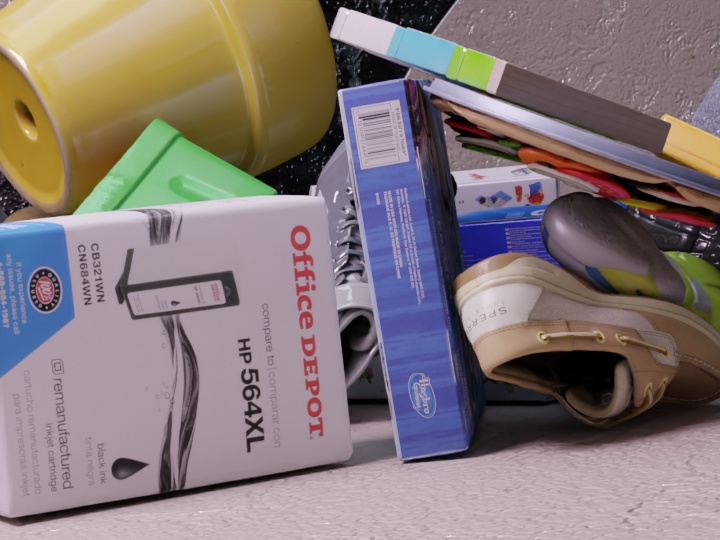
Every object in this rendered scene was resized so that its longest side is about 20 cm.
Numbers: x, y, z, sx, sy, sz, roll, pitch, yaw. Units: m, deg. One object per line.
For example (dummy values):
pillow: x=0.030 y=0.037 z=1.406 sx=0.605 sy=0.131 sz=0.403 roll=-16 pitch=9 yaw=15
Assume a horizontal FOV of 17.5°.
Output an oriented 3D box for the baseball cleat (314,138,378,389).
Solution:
baseball cleat: x=0.000 y=0.000 z=1.437 sx=0.069 sy=0.201 sz=0.106 roll=22 pitch=-11 yaw=-21

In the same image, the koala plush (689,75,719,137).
koala plush: x=0.294 y=-0.058 z=1.679 sx=0.182 sy=0.202 sz=0.177 roll=-4 pitch=4 yaw=19

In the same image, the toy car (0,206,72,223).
toy car: x=-0.190 y=-0.016 z=1.592 sx=0.199 sy=0.159 sz=0.164 roll=27 pitch=7 yaw=-3

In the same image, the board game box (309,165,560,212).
board game box: x=0.063 y=-0.013 z=1.873 sx=0.198 sy=0.127 sz=0.035 roll=-5 pitch=21 yaw=1

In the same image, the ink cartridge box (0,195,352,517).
ink cartridge box: x=-0.113 y=0.041 z=1.233 sx=0.199 sy=0.147 sz=0.084 roll=-8 pitch=4 yaw=-28

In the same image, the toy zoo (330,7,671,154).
toy zoo: x=0.071 y=-0.114 z=1.363 sx=0.131 sy=0.021 sz=0.200 roll=16 pitch=6 yaw=-36

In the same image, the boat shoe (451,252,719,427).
boat shoe: x=0.130 y=0.051 z=1.284 sx=0.199 sy=0.067 sz=0.074 roll=17 pitch=-37 yaw=-35

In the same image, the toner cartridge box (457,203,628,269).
toner cartridge box: x=0.116 y=0.001 z=1.809 sx=0.199 sy=0.096 sz=0.043 roll=-4 pitch=15 yaw=16

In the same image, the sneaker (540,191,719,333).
sneaker: x=0.146 y=0.027 z=1.365 sx=0.105 sy=0.076 sz=0.200 roll=-43 pitch=-41 yaw=18

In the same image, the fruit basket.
fruit basket: x=-0.169 y=0.015 z=1.411 sx=0.214 sy=0.156 sz=0.216 roll=1 pitch=35 yaw=-1

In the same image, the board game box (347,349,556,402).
board game box: x=0.072 y=0.045 z=1.523 sx=0.199 sy=0.065 sz=0.147 roll=-3 pitch=5 yaw=37

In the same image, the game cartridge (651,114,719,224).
game cartridge: x=0.279 y=-0.023 z=1.465 sx=0.176 sy=0.033 sz=0.200 roll=28 pitch=-2 yaw=25

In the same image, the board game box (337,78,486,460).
board game box: x=0.033 y=-0.008 z=1.329 sx=0.043 sy=0.202 sz=0.199 roll=-9 pitch=4 yaw=6

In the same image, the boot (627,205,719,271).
boot: x=0.264 y=0.019 z=1.509 sx=0.130 sy=0.068 sz=0.200 roll=30 pitch=5 yaw=-45

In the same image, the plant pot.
plant pot: x=-0.146 y=-0.132 z=1.519 sx=0.188 sy=0.202 sz=0.200 roll=-30 pitch=16 yaw=-28

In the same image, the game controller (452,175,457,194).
game controller: x=-0.013 y=-0.012 z=1.719 sx=0.104 sy=0.042 sz=0.200 roll=-7 pitch=-34 yaw=-44

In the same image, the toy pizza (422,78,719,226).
toy pizza: x=0.125 y=-0.059 z=1.275 sx=0.199 sy=0.032 sz=0.200 roll=20 pitch=5 yaw=-2
